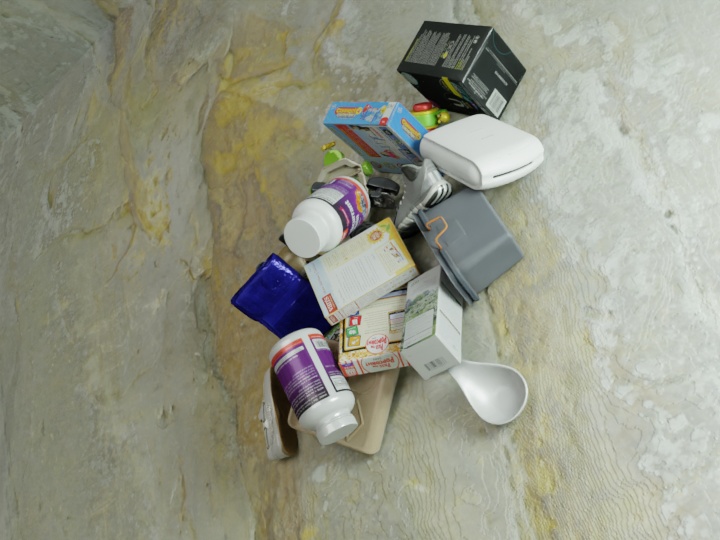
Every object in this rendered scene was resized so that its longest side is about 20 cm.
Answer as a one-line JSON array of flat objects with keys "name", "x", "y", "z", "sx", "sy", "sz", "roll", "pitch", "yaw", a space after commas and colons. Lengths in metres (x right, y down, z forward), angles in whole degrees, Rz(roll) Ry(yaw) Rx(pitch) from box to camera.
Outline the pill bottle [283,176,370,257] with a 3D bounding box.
[{"name": "pill bottle", "x": -0.069, "y": -0.105, "z": 1.578, "sx": 0.111, "sy": 0.112, "sz": 0.200, "roll": -17, "pitch": 17, "yaw": 35}]

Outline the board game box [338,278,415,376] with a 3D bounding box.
[{"name": "board game box", "x": 0.036, "y": 0.097, "z": 1.494, "sx": 0.150, "sy": 0.046, "sz": 0.201, "roll": -11, "pitch": 45, "yaw": 12}]

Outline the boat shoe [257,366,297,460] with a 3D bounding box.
[{"name": "boat shoe", "x": -0.184, "y": 0.296, "z": 1.632, "sx": 0.069, "sy": 0.071, "sz": 0.201, "roll": -30, "pitch": 51, "yaw": 25}]

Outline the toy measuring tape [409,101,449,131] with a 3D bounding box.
[{"name": "toy measuring tape", "x": 0.108, "y": -0.330, "z": 1.717, "sx": 0.199, "sy": 0.073, "sz": 0.074, "roll": 8, "pitch": 73, "yaw": 43}]

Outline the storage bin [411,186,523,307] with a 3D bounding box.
[{"name": "storage bin", "x": 0.198, "y": -0.063, "z": 1.446, "sx": 0.134, "sy": 0.146, "sz": 0.201, "roll": -35, "pitch": 46, "yaw": 9}]

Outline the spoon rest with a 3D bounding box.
[{"name": "spoon rest", "x": 0.202, "y": 0.191, "z": 1.342, "sx": 0.200, "sy": 0.060, "sz": 0.100, "roll": 28, "pitch": 87, "yaw": 48}]

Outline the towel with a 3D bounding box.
[{"name": "towel", "x": -0.148, "y": 0.076, "z": 1.601, "sx": 0.148, "sy": 0.200, "sz": 0.050, "roll": -46, "pitch": 18, "yaw": 21}]

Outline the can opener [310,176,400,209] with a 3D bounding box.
[{"name": "can opener", "x": -0.009, "y": -0.170, "z": 1.685, "sx": 0.199, "sy": 0.053, "sz": 0.067, "roll": 11, "pitch": 62, "yaw": 28}]

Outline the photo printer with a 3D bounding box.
[{"name": "photo printer", "x": 0.234, "y": -0.224, "z": 1.490, "sx": 0.165, "sy": 0.070, "sz": 0.200, "roll": -23, "pitch": 37, "yaw": -23}]

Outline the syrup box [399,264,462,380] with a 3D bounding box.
[{"name": "syrup box", "x": 0.130, "y": 0.089, "z": 1.407, "sx": 0.078, "sy": 0.082, "sz": 0.201, "roll": -29, "pitch": 27, "yaw": 27}]

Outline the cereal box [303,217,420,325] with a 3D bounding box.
[{"name": "cereal box", "x": 0.000, "y": 0.000, "z": 1.519, "sx": 0.199, "sy": 0.040, "sz": 0.144, "roll": -30, "pitch": 49, "yaw": 5}]

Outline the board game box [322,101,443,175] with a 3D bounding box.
[{"name": "board game box", "x": 0.056, "y": -0.274, "z": 1.643, "sx": 0.195, "sy": 0.200, "sz": 0.056, "roll": 13, "pitch": 74, "yaw": 45}]

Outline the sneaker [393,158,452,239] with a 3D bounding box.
[{"name": "sneaker", "x": 0.103, "y": -0.151, "z": 1.566, "sx": 0.200, "sy": 0.075, "sz": 0.116, "roll": -47, "pitch": 63, "yaw": 48}]

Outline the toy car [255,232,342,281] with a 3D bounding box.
[{"name": "toy car", "x": -0.118, "y": -0.001, "z": 1.647, "sx": 0.165, "sy": 0.200, "sz": 0.158, "roll": -52, "pitch": 43, "yaw": 6}]

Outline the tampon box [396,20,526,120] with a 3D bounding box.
[{"name": "tampon box", "x": 0.206, "y": -0.412, "z": 1.618, "sx": 0.199, "sy": 0.150, "sz": 0.127, "roll": 26, "pitch": 85, "yaw": 48}]

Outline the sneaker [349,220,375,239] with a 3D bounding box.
[{"name": "sneaker", "x": 0.026, "y": -0.052, "z": 1.623, "sx": 0.074, "sy": 0.087, "sz": 0.200, "roll": -48, "pitch": 45, "yaw": 9}]

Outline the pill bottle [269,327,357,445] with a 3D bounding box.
[{"name": "pill bottle", "x": -0.083, "y": 0.215, "z": 1.453, "sx": 0.112, "sy": 0.112, "sz": 0.201, "roll": -38, "pitch": 64, "yaw": 20}]

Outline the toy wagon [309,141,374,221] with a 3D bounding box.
[{"name": "toy wagon", "x": -0.039, "y": -0.189, "z": 1.744, "sx": 0.154, "sy": 0.039, "sz": 0.202, "roll": -21, "pitch": 77, "yaw": 25}]

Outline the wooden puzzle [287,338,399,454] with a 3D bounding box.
[{"name": "wooden puzzle", "x": -0.029, "y": 0.237, "z": 1.511, "sx": 0.199, "sy": 0.046, "sz": 0.187, "roll": 12, "pitch": 84, "yaw": 28}]

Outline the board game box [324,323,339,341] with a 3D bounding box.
[{"name": "board game box", "x": -0.015, "y": 0.152, "z": 1.584, "sx": 0.200, "sy": 0.035, "sz": 0.127, "roll": -45, "pitch": 45, "yaw": 14}]
